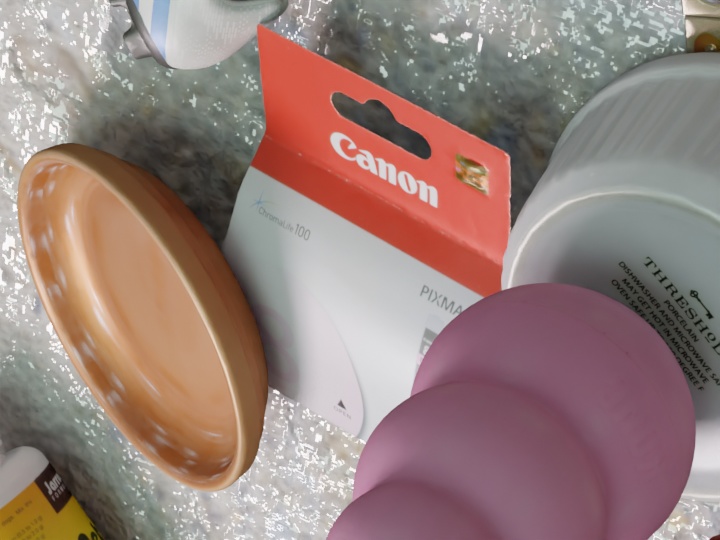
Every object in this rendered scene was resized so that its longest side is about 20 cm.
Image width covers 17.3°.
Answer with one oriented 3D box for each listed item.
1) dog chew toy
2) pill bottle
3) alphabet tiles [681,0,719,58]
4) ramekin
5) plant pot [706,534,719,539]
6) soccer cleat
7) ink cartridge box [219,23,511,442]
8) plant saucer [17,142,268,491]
[{"bbox_3d":[0.055,0.091,0.966,0.124,0.200,0.125,19,129,26],"label":"dog chew toy"},{"bbox_3d":[-0.201,0.181,1.383,0.109,0.109,0.200,-28,100,41],"label":"pill bottle"},{"bbox_3d":[0.230,-0.086,1.002,0.199,0.006,0.167,9,122,30],"label":"alphabet tiles"},{"bbox_3d":[0.153,0.012,1.047,0.202,0.094,0.203,20,130,26],"label":"ramekin"},{"bbox_3d":[0.213,0.231,1.096,0.200,0.201,0.196,-5,105,36],"label":"plant pot"},{"bbox_3d":[-0.098,-0.196,1.126,0.086,0.070,0.201,-20,103,16],"label":"soccer cleat"},{"bbox_3d":[0.000,0.000,1.139,0.162,0.057,0.200,29,147,31],"label":"ink cartridge box"},{"bbox_3d":[-0.110,0.021,1.236,0.200,0.037,0.201,40,147,34],"label":"plant saucer"}]
